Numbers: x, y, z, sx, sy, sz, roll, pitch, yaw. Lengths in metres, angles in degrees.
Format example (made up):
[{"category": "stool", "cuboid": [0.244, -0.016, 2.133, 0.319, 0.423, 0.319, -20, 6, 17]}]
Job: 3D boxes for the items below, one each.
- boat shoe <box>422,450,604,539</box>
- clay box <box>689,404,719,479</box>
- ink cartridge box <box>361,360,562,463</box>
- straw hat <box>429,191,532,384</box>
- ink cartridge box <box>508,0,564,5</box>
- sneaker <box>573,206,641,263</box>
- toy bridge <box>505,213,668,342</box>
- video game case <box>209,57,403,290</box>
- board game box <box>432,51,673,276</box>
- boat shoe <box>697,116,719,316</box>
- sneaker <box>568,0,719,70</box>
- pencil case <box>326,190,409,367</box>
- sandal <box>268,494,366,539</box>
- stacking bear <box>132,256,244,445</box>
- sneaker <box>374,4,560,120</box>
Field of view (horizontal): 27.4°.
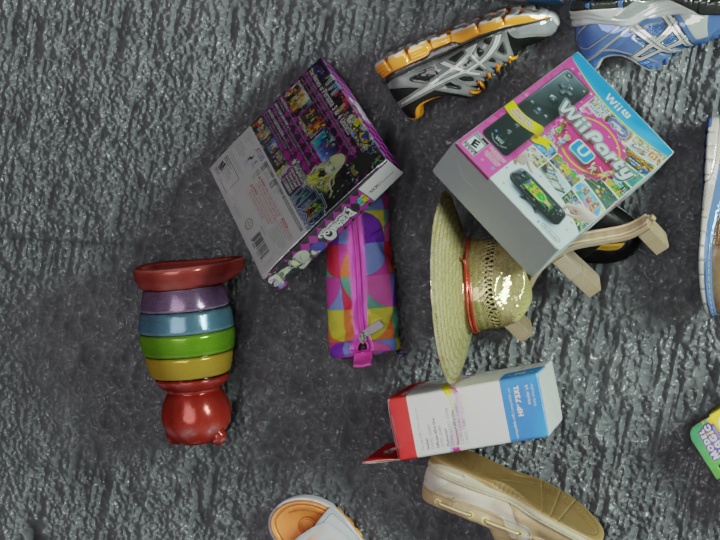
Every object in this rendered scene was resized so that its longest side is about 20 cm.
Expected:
[{"category": "boat shoe", "cuboid": [0.157, 0.254, 1.560, 0.199, 0.074, 0.070, 26, 112, 13]}, {"category": "clay box", "cuboid": [0.442, 0.154, 1.484, 0.199, 0.048, 0.115, -34, 84, 15]}, {"category": "ink cartridge box", "cuboid": [0.102, 0.148, 1.541, 0.199, 0.116, 0.068, -11, 90, 15]}, {"category": "straw hat", "cuboid": [0.129, 0.013, 1.489, 0.084, 0.201, 0.203, -3, 92, 13]}, {"category": "ink cartridge box", "cuboid": [0.111, -0.350, 1.514, 0.198, 0.125, 0.130, 6, 94, 14]}, {"category": "sneaker", "cuboid": [0.191, -0.058, 1.522, 0.199, 0.090, 0.070, 24, 98, 13]}, {"category": "toy bridge", "cuboid": [0.220, -0.002, 1.512, 0.200, 0.027, 0.067, -36, 118, 27]}, {"category": "video game case", "cuboid": [-0.063, -0.105, 1.562, 0.181, 0.036, 0.200, -44, 44, 13]}, {"category": "board game box", "cuboid": [0.193, -0.108, 1.472, 0.148, 0.200, 0.064, 47, 146, 8]}, {"category": "boat shoe", "cuboid": [0.376, -0.053, 1.481, 0.072, 0.072, 0.202, 3, 93, 14]}, {"category": "sneaker", "cuboid": [0.313, -0.248, 1.500, 0.198, 0.076, 0.078, 0, 115, 15]}, {"category": "pencil case", "cuboid": [0.000, 0.000, 1.581, 0.088, 0.088, 0.202, -5, 90, 15]}, {"category": "sandal", "cuboid": [-0.017, 0.326, 1.611, 0.206, 0.059, 0.079, 41, 101, 10]}, {"category": "stacking bear", "cuboid": [-0.187, 0.093, 1.627, 0.120, 0.114, 0.202, -4, 96, 15]}, {"category": "sneaker", "cuboid": [0.118, -0.222, 1.550, 0.199, 0.078, 0.078, -18, 101, 19]}]
